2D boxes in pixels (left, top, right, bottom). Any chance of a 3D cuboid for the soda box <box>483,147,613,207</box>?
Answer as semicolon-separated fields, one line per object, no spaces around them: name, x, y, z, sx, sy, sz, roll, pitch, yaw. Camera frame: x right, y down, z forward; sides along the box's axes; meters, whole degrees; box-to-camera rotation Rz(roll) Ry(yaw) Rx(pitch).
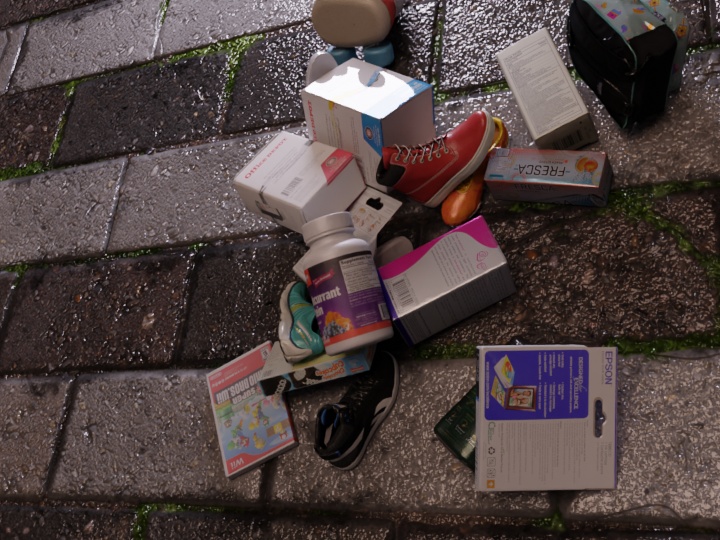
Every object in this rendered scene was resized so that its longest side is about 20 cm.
soda box;0.304;-0.152;1.405;0.196;0.068;0.065;8;70;32

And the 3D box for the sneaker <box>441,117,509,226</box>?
sneaker;0.187;-0.171;1.474;0.072;0.077;0.203;19;78;32

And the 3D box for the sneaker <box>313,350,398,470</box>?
sneaker;-0.007;0.209;1.365;0.072;0.112;0.204;15;74;31

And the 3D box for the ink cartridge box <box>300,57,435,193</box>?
ink cartridge box;0.016;-0.263;1.540;0.198;0.150;0.144;28;51;35

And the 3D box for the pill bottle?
pill bottle;-0.026;0.019;1.329;0.109;0.111;0.205;-19;83;18

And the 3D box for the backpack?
backpack;0.421;-0.359;1.384;0.151;0.177;0.201;-30;52;-10

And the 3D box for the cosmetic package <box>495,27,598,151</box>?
cosmetic package;0.314;-0.294;1.459;0.102;0.087;0.204;-25;58;16

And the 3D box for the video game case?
video game case;-0.192;0.240;1.507;0.141;0.017;0.203;-28;56;13

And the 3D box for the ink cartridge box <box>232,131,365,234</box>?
ink cartridge box;-0.110;-0.155;1.534;0.198;0.086;0.146;25;63;40

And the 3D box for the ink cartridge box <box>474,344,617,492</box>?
ink cartridge box;0.257;0.204;1.200;0.194;0.043;0.204;0;92;-4

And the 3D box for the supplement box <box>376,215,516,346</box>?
supplement box;0.135;0.017;1.377;0.197;0.104;0.103;-27;55;6

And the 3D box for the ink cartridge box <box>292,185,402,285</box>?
ink cartridge box;-0.014;-0.041;1.469;0.200;0.057;0.162;-45;28;-6

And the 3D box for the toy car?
toy car;0.015;-0.532;1.719;0.173;0.187;0.201;7;40;31

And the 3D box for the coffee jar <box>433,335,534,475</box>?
coffee jar;0.206;0.198;1.271;0.201;0.085;0.104;-49;43;-1

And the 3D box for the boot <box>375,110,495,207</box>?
boot;0.116;-0.197;1.412;0.200;0.142;0.073;-48;38;33

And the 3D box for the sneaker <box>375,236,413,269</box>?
sneaker;0.000;0.000;1.497;0.199;0.075;0.089;-41;42;5

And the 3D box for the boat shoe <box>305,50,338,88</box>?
boat shoe;-0.075;-0.324;1.626;0.071;0.203;0.068;-26;45;-18

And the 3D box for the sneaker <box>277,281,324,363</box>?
sneaker;-0.094;0.087;1.464;0.078;0.079;0.201;-12;32;3

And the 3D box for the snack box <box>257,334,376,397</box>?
snack box;-0.068;0.142;1.443;0.196;0.038;0.117;-17;25;21
